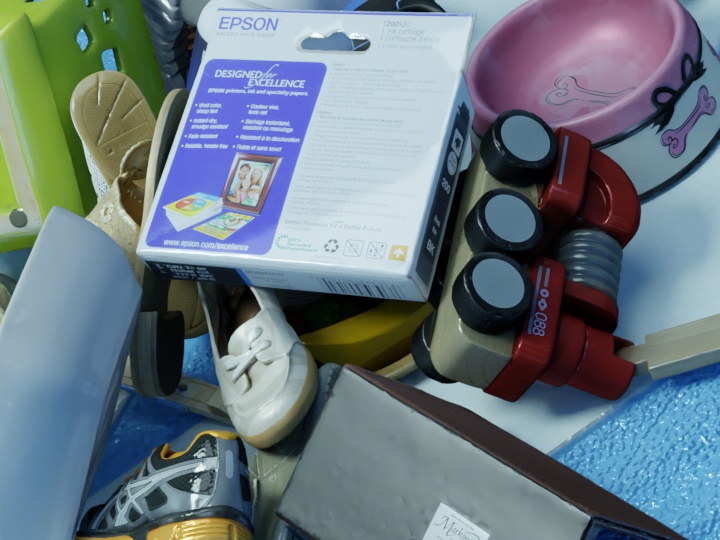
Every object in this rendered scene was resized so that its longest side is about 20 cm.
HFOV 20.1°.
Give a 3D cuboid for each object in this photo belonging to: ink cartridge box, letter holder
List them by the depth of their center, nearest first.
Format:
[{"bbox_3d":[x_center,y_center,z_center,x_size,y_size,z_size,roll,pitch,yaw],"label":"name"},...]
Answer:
[{"bbox_3d":[0.077,0.151,1.186,0.200,0.142,0.101,29,96,39],"label":"letter holder"},{"bbox_3d":[-0.029,-0.081,1.347,0.197,0.043,0.201,5,64,22],"label":"ink cartridge box"}]

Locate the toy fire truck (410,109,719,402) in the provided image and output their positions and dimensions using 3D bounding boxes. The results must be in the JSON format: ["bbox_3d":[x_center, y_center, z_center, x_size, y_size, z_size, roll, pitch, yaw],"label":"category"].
[{"bbox_3d":[0.154,0.003,1.293,0.199,0.129,0.177,21,54,-10],"label":"toy fire truck"}]

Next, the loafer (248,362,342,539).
[{"bbox_3d":[-0.040,0.150,1.279,0.069,0.075,0.201,-23,34,32],"label":"loafer"}]

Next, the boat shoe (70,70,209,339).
[{"bbox_3d":[-0.152,-0.047,1.467,0.070,0.201,0.069,-22,3,-12],"label":"boat shoe"}]

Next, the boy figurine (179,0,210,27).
[{"bbox_3d":[-0.070,-0.214,1.632,0.064,0.200,0.125,11,93,29],"label":"boy figurine"}]

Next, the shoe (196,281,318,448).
[{"bbox_3d":[-0.075,0.050,1.329,0.070,0.053,0.200,-45,25,12],"label":"shoe"}]

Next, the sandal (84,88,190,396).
[{"bbox_3d":[-0.160,-0.021,1.395,0.069,0.078,0.213,1,84,16],"label":"sandal"}]

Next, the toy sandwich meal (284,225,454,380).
[{"bbox_3d":[0.000,0.000,1.410,0.204,0.070,0.206,-16,40,14],"label":"toy sandwich meal"}]

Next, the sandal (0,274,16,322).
[{"bbox_3d":[-0.293,0.032,1.534,0.077,0.070,0.212,-33,39,-7],"label":"sandal"}]

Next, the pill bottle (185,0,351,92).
[{"bbox_3d":[-0.069,-0.135,1.480,0.115,0.201,0.116,11,27,-6],"label":"pill bottle"}]

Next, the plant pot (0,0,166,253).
[{"bbox_3d":[-0.274,-0.113,1.545,0.198,0.201,0.181,-8,15,23],"label":"plant pot"}]

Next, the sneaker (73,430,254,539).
[{"bbox_3d":[-0.118,0.147,1.264,0.200,0.078,0.078,-17,64,57],"label":"sneaker"}]

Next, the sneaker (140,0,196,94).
[{"bbox_3d":[-0.137,-0.229,1.650,0.078,0.200,0.112,42,68,17],"label":"sneaker"}]

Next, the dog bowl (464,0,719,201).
[{"bbox_3d":[0.163,-0.132,1.459,0.199,0.074,0.201,-16,40,14],"label":"dog bowl"}]

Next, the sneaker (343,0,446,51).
[{"bbox_3d":[-0.018,-0.158,1.595,0.200,0.070,0.078,-41,36,-16],"label":"sneaker"}]

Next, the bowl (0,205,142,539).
[{"bbox_3d":[-0.198,0.084,1.307,0.074,0.201,0.200,16,31,-3],"label":"bowl"}]

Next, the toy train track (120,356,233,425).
[{"bbox_3d":[-0.168,0.064,1.432,0.199,0.033,0.115,17,53,24],"label":"toy train track"}]
